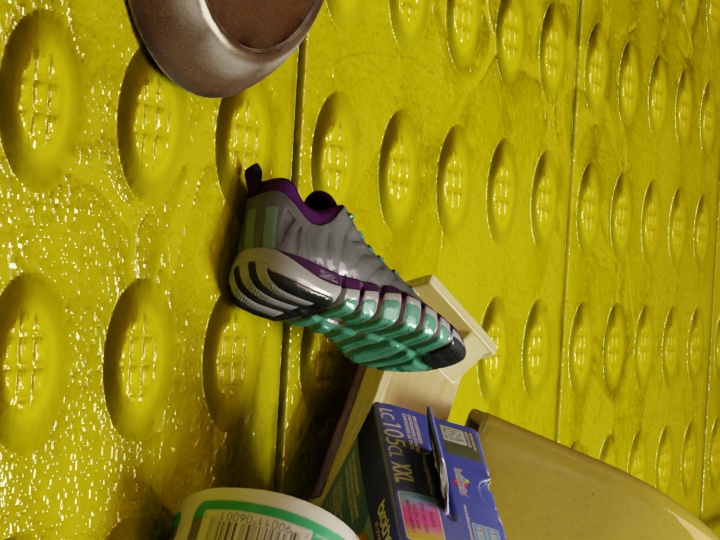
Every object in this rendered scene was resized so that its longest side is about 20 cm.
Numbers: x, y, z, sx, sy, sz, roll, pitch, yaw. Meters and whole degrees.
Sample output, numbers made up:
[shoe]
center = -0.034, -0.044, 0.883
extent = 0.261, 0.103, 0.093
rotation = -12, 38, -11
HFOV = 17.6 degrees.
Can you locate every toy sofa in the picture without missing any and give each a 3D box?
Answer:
[toy sofa]
center = 0.010, 0.107, 1.525
extent = 0.083, 0.097, 0.200
rotation = 47, 45, -30

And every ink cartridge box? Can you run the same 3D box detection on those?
[ink cartridge box]
center = 0.021, 0.175, 1.362
extent = 0.137, 0.076, 0.200
rotation = -103, -145, -56

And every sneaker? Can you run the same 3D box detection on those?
[sneaker]
center = 0.000, 0.000, 1.419
extent = 0.200, 0.074, 0.088
rotation = 28, 56, -49

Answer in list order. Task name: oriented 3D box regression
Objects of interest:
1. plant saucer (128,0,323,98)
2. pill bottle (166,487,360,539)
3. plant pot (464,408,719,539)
[plant saucer]
center = -0.062, -0.194, 1.279
extent = 0.200, 0.032, 0.201
rotation = -24, 117, -58
[pill bottle]
center = -0.071, 0.228, 1.249
extent = 0.113, 0.113, 0.200
rotation = 64, 36, -53
[plant pot]
center = 0.143, 0.218, 1.583
extent = 0.196, 0.200, 0.195
rotation = 110, -2, -88
